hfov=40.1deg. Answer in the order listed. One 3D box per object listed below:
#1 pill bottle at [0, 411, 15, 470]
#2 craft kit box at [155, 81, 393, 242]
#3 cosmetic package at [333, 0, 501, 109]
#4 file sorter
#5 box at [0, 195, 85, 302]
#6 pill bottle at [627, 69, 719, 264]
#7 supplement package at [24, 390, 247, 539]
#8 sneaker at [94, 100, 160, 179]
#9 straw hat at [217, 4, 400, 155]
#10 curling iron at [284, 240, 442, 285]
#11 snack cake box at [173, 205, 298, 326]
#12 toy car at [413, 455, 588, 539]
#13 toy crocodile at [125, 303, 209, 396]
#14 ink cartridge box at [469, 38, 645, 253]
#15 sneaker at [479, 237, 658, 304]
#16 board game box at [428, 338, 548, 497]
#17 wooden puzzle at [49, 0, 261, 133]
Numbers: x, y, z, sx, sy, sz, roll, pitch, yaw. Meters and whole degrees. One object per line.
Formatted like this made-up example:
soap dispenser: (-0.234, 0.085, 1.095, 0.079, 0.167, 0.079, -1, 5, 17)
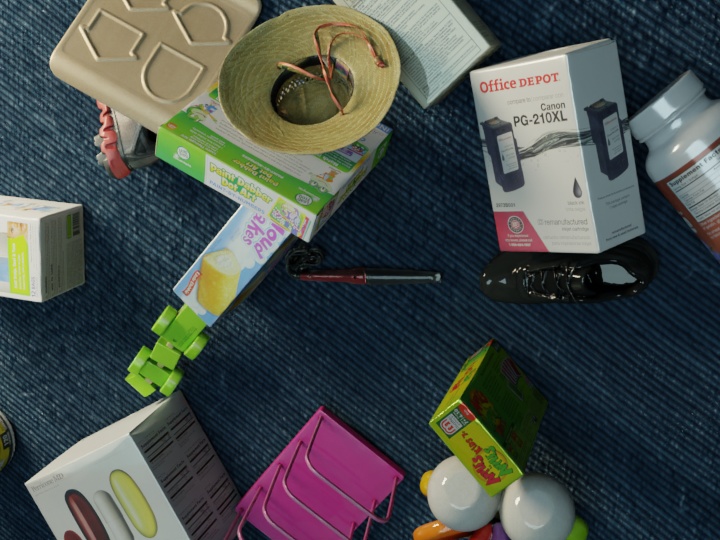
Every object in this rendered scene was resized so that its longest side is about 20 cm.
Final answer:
pill bottle: (-0.580, 0.266, 1.364, 0.111, 0.200, 0.113, 5, 106, 17)
craft kit box: (-0.091, -0.143, 1.100, 0.199, 0.198, 0.049, 30, 131, 9)
cosmetic package: (0.050, -0.288, 1.082, 0.105, 0.071, 0.201, -39, 90, 23)
file sorter: (-0.064, 0.306, 1.233, 0.139, 0.126, 0.200, 38, 112, -4)
box: (-0.477, -0.035, 1.305, 0.198, 0.101, 0.114, 8, 106, 16)
pill bottle: (0.365, -0.099, 1.005, 0.112, 0.112, 0.201, -39, 89, 23)
supplement package: (-0.291, 0.304, 1.307, 0.190, 0.147, 0.201, -27, 95, 22)
sneaker: (-0.284, -0.218, 1.214, 0.097, 0.071, 0.203, -10, 90, 3)
straw hat: (-0.049, -0.180, 1.055, 0.198, 0.085, 0.203, -1, 62, 1)
curling iron: (0.000, 0.000, 1.193, 0.197, 0.026, 0.050, 8, 132, 12)
snack cake box: (-0.124, -0.037, 1.181, 0.067, 0.115, 0.200, 43, 113, 2)
toy car: (0.156, 0.304, 1.128, 0.198, 0.175, 0.152, 11, 73, 15)
toy crocodile: (-0.243, 0.097, 1.268, 0.067, 0.062, 0.200, 33, 123, -9)
ink cartridge box: (0.204, -0.126, 1.033, 0.144, 0.084, 0.202, 3, 108, 53)
sneaker: (0.225, 0.004, 1.090, 0.198, 0.091, 0.077, -9, 103, 21)
board game box: (0.147, 0.157, 1.095, 0.048, 0.200, 0.102, -41, 89, 23)
wooden puzzle: (-0.239, -0.274, 1.167, 0.184, 0.046, 0.201, 29, 82, 3)
